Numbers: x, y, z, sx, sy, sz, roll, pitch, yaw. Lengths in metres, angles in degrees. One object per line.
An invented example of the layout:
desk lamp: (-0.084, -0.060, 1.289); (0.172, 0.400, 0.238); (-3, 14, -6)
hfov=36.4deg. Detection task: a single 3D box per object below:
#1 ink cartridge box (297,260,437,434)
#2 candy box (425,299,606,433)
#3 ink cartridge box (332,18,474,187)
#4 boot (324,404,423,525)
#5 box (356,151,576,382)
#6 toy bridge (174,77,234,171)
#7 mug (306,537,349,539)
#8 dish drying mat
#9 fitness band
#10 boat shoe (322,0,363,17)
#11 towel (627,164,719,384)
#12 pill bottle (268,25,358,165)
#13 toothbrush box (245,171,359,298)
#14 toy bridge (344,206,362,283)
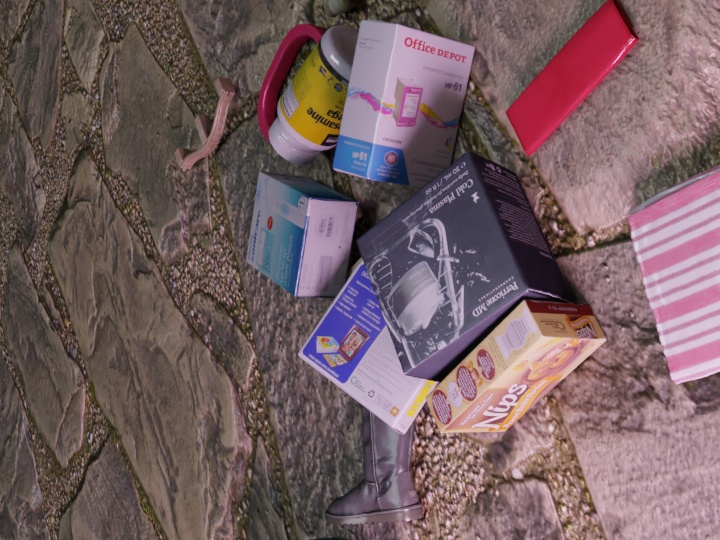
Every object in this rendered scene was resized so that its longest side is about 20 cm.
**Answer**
ink cartridge box: (0.039, 0.084, 1.481); (0.197, 0.047, 0.201); (32, 84, 38)
candy box: (0.180, 0.117, 1.287); (0.200, 0.114, 0.056); (-49, 50, 36)
ink cartridge box: (0.058, -0.218, 1.454); (0.084, 0.143, 0.204); (19, 101, 50)
boot: (0.014, 0.246, 1.519); (0.180, 0.072, 0.204); (-15, 81, 36)
box: (0.125, 0.002, 1.338); (0.199, 0.123, 0.199); (-37, 59, 28)
toy bridge: (-0.276, -0.249, 1.959); (0.201, 0.027, 0.068); (-52, 49, 36)
mug: (-0.032, 0.451, 1.519); (0.184, 0.113, 0.155); (-12, 76, 49)
dish drying mat: (0.251, -0.231, 1.314); (0.200, 0.018, 0.078); (-49, 50, 38)
fitness band: (-0.104, -0.296, 1.757); (0.201, 0.037, 0.144); (-59, 43, 28)
boat shoe: (-0.040, -0.491, 1.669); (0.063, 0.072, 0.205); (-16, 81, 44)
towel: (0.364, 0.003, 1.142); (0.146, 0.030, 0.204); (-29, 67, 46)
pill bottle: (-0.054, -0.253, 1.625); (0.200, 0.111, 0.114); (-49, 51, 37)
toothbrush box: (-0.092, -0.057, 1.646); (0.200, 0.084, 0.149); (32, 115, 59)
toy bridge: (0.000, 0.000, 1.597); (0.067, 0.027, 0.202); (-46, 52, 39)
